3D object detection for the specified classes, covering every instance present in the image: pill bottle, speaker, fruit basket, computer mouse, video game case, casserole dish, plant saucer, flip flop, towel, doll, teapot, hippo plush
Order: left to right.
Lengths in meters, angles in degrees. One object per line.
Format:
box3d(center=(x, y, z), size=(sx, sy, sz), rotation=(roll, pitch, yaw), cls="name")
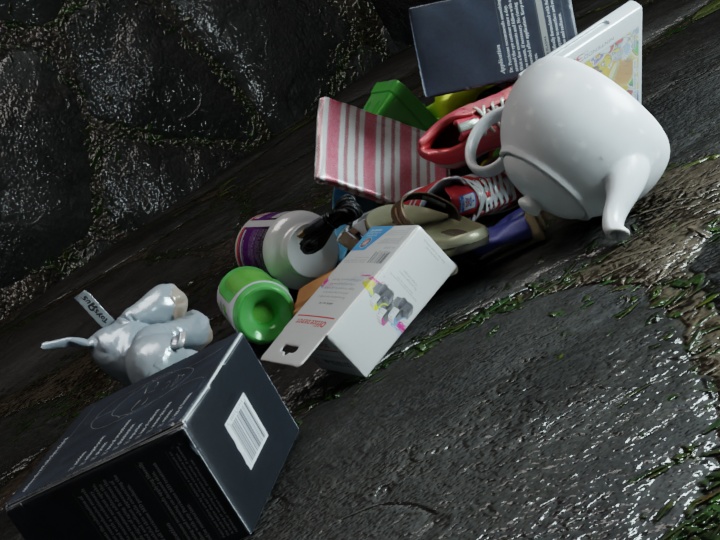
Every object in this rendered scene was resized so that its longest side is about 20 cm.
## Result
box3d(center=(-0.238, 0.093, 1.535), size=(0.160, 0.200, 0.161), rotation=(-56, 28, -15), cls="hippo plush")
box3d(center=(-0.141, 0.044, 1.703), size=(0.088, 0.089, 0.200), rotation=(-32, 13, -7), cls="speaker")
box3d(center=(-0.102, -0.029, 1.833), size=(0.112, 0.113, 0.200), rotation=(-34, 14, -18), cls="pill bottle")
box3d(center=(-0.008, -0.084, 1.768), size=(0.039, 0.122, 0.200), rotation=(-3, -23, -9), cls="casserole dish")
box3d(center=(0.000, 0.000, 1.579), size=(0.200, 0.038, 0.200), rotation=(-30, 0, 0), cls="plant saucer")
box3d(center=(0.012, -0.046, 1.663), size=(0.110, 0.044, 0.200), rotation=(-38, -26, 30), cls="computer mouse")
box3d(center=(0.029, -0.143, 1.696), size=(0.030, 0.199, 0.147), rotation=(128, 153, -46), cls="towel")
box3d(center=(0.072, -0.058, 1.429), size=(0.081, 0.058, 0.200), rotation=(-27, 20, -20), cls="flip flop")
box3d(center=(0.114, -0.207, 1.830), size=(0.215, 0.216, 0.155), rotation=(-32, 12, -9), cls="fruit basket")
box3d(center=(0.112, -0.017, 1.452), size=(0.200, 0.049, 0.136), rotation=(-26, 12, 15), cls="doll")
box3d(center=(0.216, -0.122, 1.361), size=(0.146, 0.197, 0.200), rotation=(-51, -3, -3), cls="teapot")
box3d(center=(0.267, -0.198, 1.529), size=(0.182, 0.200, 0.023), rotation=(-34, 51, -19), cls="video game case")

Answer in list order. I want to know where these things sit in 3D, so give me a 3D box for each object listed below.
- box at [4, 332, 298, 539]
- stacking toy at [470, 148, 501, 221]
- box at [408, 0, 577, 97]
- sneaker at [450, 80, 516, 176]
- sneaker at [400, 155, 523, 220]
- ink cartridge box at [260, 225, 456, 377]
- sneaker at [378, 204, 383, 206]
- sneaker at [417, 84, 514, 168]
box3d(center=(-0.185, 0.180, 1.181), size=(0.196, 0.124, 0.200), rotation=(-24, 14, 18), cls="box")
box3d(center=(0.188, -0.128, 1.657), size=(0.200, 0.085, 0.085), rotation=(-36, 13, -5), cls="stacking toy")
box3d(center=(0.173, -0.300, 1.641), size=(0.199, 0.118, 0.197), rotation=(-10, 9, 9), cls="box")
box3d(center=(0.190, -0.177, 1.735), size=(0.108, 0.067, 0.202), rotation=(-25, -30, -33), cls="sneaker")
box3d(center=(0.149, -0.095, 1.559), size=(0.199, 0.071, 0.112), rotation=(-20, 5, -6), cls="sneaker")
box3d(center=(-0.004, 0.045, 1.364), size=(0.200, 0.068, 0.115), rotation=(-49, 20, -17), cls="ink cartridge box")
box3d(center=(0.033, -0.091, 1.799), size=(0.071, 0.083, 0.200), rotation=(-30, 5, -4), cls="sneaker")
box3d(center=(0.157, -0.175, 1.552), size=(0.200, 0.074, 0.087), rotation=(-26, -8, 28), cls="sneaker")
